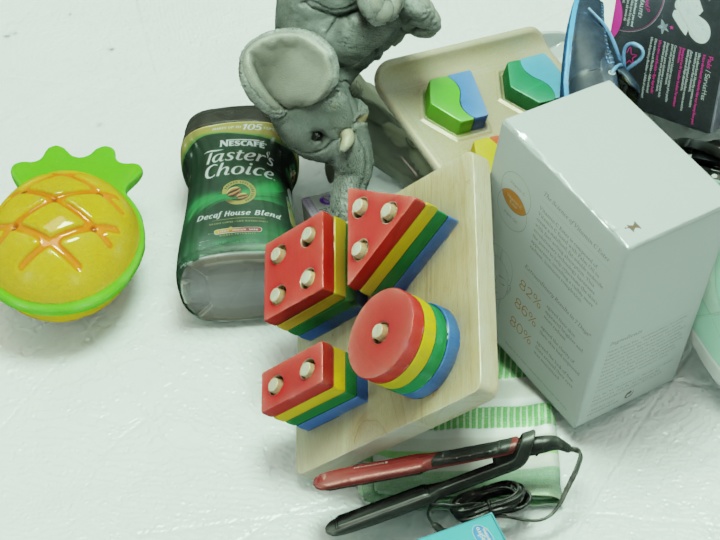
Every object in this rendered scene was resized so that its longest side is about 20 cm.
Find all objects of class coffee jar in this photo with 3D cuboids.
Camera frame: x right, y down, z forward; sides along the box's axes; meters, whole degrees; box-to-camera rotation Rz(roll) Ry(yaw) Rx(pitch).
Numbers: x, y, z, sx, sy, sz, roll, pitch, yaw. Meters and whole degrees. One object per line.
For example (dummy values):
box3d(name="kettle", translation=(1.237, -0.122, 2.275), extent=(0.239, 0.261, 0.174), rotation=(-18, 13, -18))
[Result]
box3d(name="coffee jar", translation=(-0.102, -0.054, 1.664), extent=(0.104, 0.086, 0.201), rotation=(-5, 44, 1))

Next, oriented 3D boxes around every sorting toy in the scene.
box3d(name="sorting toy", translation=(0.133, -0.120, 1.667), extent=(0.184, 0.037, 0.200), rotation=(-16, 61, -30))
box3d(name="sorting toy", translation=(0.006, 0.027, 1.468), extent=(0.198, 0.069, 0.201), rotation=(-29, 49, 39))

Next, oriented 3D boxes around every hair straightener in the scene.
box3d(name="hair straightener", translation=(0.069, 0.166, 1.444), extent=(0.199, 0.077, 0.041), rotation=(-13, 7, -6))

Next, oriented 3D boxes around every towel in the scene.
box3d(name="towel", translation=(0.075, 0.102, 1.531), extent=(0.152, 0.023, 0.201), rotation=(-2, 44, 3))

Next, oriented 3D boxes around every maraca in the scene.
box3d(name="maraca", translation=(-0.246, -0.036, 1.646), extent=(0.136, 0.107, 0.201), rotation=(3, 44, -1))

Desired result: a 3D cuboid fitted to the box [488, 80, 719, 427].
box3d(name="box", translation=(0.175, -0.012, 1.489), extent=(0.106, 0.201, 0.152), rotation=(-22, 54, -28))

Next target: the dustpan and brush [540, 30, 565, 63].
box3d(name="dustpan and brush", translation=(0.140, -0.160, 1.761), extent=(0.199, 0.057, 0.140), rotation=(-21, 48, -15))

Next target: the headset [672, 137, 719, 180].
box3d(name="headset", translation=(0.299, -0.045, 1.602), extent=(0.199, 0.094, 0.124), rotation=(-5, 78, 27))

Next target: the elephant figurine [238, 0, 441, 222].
box3d(name="elephant figurine", translation=(-0.036, -0.158, 1.607), extent=(0.155, 0.141, 0.201), rotation=(35, 94, 46))

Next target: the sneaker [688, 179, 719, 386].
box3d(name="sneaker", translation=(0.301, 0.023, 1.487), extent=(0.074, 0.118, 0.201), rotation=(-30, 70, -38))

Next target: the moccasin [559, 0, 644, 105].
box3d(name="moccasin", translation=(0.201, -0.141, 1.644), extent=(0.068, 0.081, 0.201), rotation=(2, 60, 3))

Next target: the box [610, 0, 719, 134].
box3d(name="box", translation=(0.301, -0.242, 1.710), extent=(0.114, 0.201, 0.132), rotation=(24, 35, 26))

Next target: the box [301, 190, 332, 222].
box3d(name="box", translation=(0.000, 0.000, 1.605), extent=(0.038, 0.042, 0.200), rotation=(-13, 34, -14))

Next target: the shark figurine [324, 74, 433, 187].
box3d(name="shark figurine", translation=(0.013, -0.094, 1.718), extent=(0.089, 0.128, 0.215), rotation=(-41, 76, 8))

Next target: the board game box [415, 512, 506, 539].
box3d(name="board game box", translation=(0.029, 0.266, 1.352), extent=(0.199, 0.047, 0.151), rotation=(-18, 46, -11))
